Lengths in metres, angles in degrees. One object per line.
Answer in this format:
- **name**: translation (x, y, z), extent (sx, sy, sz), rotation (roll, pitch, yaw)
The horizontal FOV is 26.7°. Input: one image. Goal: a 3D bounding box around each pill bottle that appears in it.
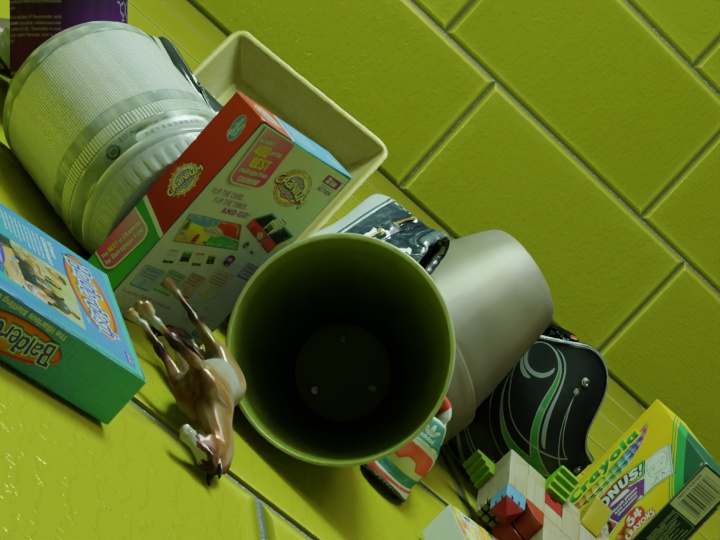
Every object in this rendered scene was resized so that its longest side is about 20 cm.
- **pill bottle**: translation (-0.276, -0.237, 1.440), extent (0.111, 0.202, 0.112), rotation (1, 7, 0)

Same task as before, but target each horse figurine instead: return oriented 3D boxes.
- **horse figurine**: translation (-0.127, 0.075, 1.150), extent (0.133, 0.050, 0.200), rotation (55, 1, -6)

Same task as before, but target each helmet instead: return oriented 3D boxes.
- **helmet**: translation (0.176, 0.153, 1.704), extent (0.198, 0.192, 0.200), rotation (14, 7, -2)

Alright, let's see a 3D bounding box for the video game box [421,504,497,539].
- **video game box**: translation (0.149, 0.312, 1.308), extent (0.182, 0.047, 0.200), rotation (42, 9, -24)

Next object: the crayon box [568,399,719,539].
- **crayon box**: translation (0.316, 0.268, 1.745), extent (0.058, 0.200, 0.173), rotation (39, 9, -19)

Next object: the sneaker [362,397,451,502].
- **sneaker**: translation (0.053, 0.151, 1.470), extent (0.070, 0.093, 0.200), rotation (42, 9, -5)

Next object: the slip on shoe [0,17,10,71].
- **slip on shoe**: translation (-0.354, -0.238, 1.583), extent (0.200, 0.061, 0.076), rotation (33, 14, -50)

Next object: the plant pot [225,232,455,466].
- **plant pot**: translation (-0.015, 0.077, 1.315), extent (0.187, 0.187, 0.200), rotation (44, -6, 7)

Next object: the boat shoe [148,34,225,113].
- **boat shoe**: translation (-0.151, -0.133, 1.416), extent (0.067, 0.072, 0.201), rotation (-13, 65, -41)

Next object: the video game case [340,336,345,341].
- **video game case**: translation (-0.080, 0.017, 1.525), extent (0.200, 0.019, 0.143), rotation (31, 16, -51)

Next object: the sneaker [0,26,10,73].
- **sneaker**: translation (-0.285, -0.194, 1.555), extent (0.078, 0.090, 0.200), rotation (47, 0, 41)

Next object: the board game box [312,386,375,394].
- **board game box**: translation (-0.079, 0.051, 1.545), extent (0.200, 0.034, 0.134), rotation (49, 10, 29)

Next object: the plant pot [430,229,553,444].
- **plant pot**: translation (0.098, 0.051, 1.565), extent (0.200, 0.173, 0.201), rotation (51, -20, 26)

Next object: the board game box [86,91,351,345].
- **board game box**: translation (-0.117, -0.037, 1.249), extent (0.040, 0.200, 0.153), rotation (48, 9, 30)

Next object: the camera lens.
- **camera lens**: translation (-0.203, -0.105, 1.308), extent (0.200, 0.160, 0.160), rotation (49, 10, 32)

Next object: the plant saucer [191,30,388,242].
- **plant saucer**: translation (-0.107, -0.103, 1.468), extent (0.200, 0.200, 0.049), rotation (39, -26, 7)

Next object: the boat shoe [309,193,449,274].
- **boat shoe**: translation (0.000, 0.000, 1.431), extent (0.090, 0.200, 0.071), rotation (28, -43, 24)

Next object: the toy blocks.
- **toy blocks**: translation (0.187, 0.276, 1.543), extent (0.200, 0.100, 0.137), rotation (43, 20, -7)

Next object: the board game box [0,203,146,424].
- **board game box**: translation (-0.243, 0.002, 1.010), extent (0.200, 0.045, 0.152), rotation (37, 10, -32)
